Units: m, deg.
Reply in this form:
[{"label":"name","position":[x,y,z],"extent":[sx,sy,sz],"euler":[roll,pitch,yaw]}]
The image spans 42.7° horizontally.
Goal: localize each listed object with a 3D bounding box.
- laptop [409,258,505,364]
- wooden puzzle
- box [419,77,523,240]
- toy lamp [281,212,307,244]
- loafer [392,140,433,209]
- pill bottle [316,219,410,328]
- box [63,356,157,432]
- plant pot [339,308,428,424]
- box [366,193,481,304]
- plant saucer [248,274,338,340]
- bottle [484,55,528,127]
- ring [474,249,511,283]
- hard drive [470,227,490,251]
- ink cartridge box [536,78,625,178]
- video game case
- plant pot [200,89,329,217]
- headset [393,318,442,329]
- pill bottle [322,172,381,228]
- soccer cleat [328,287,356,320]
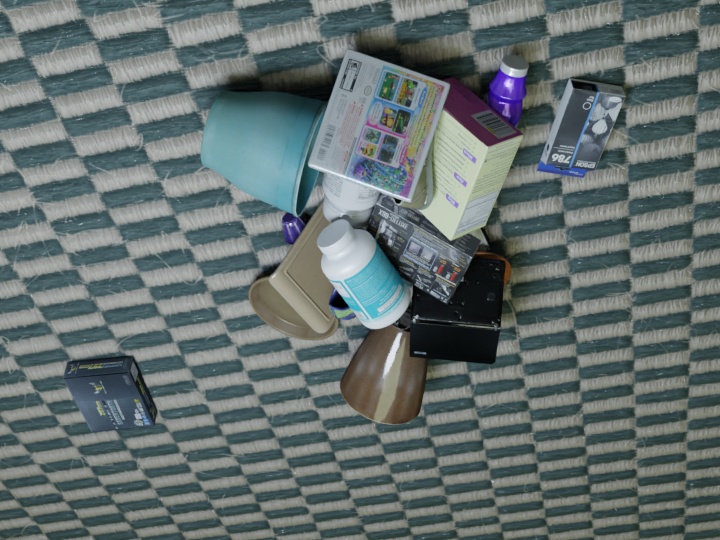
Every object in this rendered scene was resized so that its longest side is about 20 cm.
[{"label":"laptop","position":[0.186,0.077,1.795],"extent":[0.174,0.103,0.204],"euler":[4,88,5]},{"label":"wooden puzzle","position":[-0.072,-0.008,1.775],"extent":[0.037,0.201,0.185],"euler":[18,156,47]},{"label":"box","position":[0.158,-0.191,1.577],"extent":[0.096,0.176,0.202],"euler":[-21,144,-37]},{"label":"toy lamp","position":[-0.104,-0.033,1.812],"extent":[0.057,0.059,0.202],"euler":[-13,132,11]},{"label":"loafer","position":[0.078,-0.198,1.531],"extent":[0.069,0.075,0.204],"euler":[-15,102,-38]},{"label":"pill bottle","position":[0.001,0.003,1.669],"extent":[0.109,0.112,0.201],"euler":[-23,125,19]},{"label":"box","position":[-0.567,0.284,2.096],"extent":[0.155,0.051,0.202],"euler":[-5,132,5]},{"label":"plant pot","position":[0.069,0.185,1.946],"extent":[0.184,0.188,0.203],"euler":[12,119,-11]},{"label":"box","position":[0.104,-0.043,1.678],"extent":[0.198,0.050,0.159],"euler":[30,144,7]},{"label":"plant saucer","position":[-0.134,0.072,1.886],"extent":[0.197,0.030,0.202],"euler":[15,143,12]},{"label":"bottle","position":[0.241,-0.269,1.581],"extent":[0.064,0.084,0.202],"euler":[6,133,-5]},{"label":"ring","position":[0.205,0.010,1.846],"extent":[0.197,0.020,0.201],"euler":[-4,149,-3]},{"label":"hard drive","position":[0.153,-0.095,1.770],"extent":[0.138,0.038,0.201],"euler":[-19,130,16]},{"label":"ink cartridge box","position":[0.389,-0.241,1.640],"extent":[0.098,0.040,0.202],"euler":[6,132,-7]},{"label":"video game case","position":[0.030,-0.235,1.491],"extent":[0.179,0.024,0.203],"euler":[19,88,4]},{"label":"plant pot","position":[-0.164,-0.216,1.566],"extent":[0.185,0.201,0.202],"euler":[18,132,4]},{"label":"headset","position":[0.152,0.066,1.866],"extent":[0.197,0.095,0.124],"euler":[-18,148,-11]},{"label":"pill bottle","position":[-0.008,-0.181,1.638],"extent":[0.111,0.114,0.202],"euler":[7,132,-7]},{"label":"soccer cleat","position":[0.001,0.001,1.766],"extent":[0.064,0.203,0.084],"euler":[24,174,27]}]
